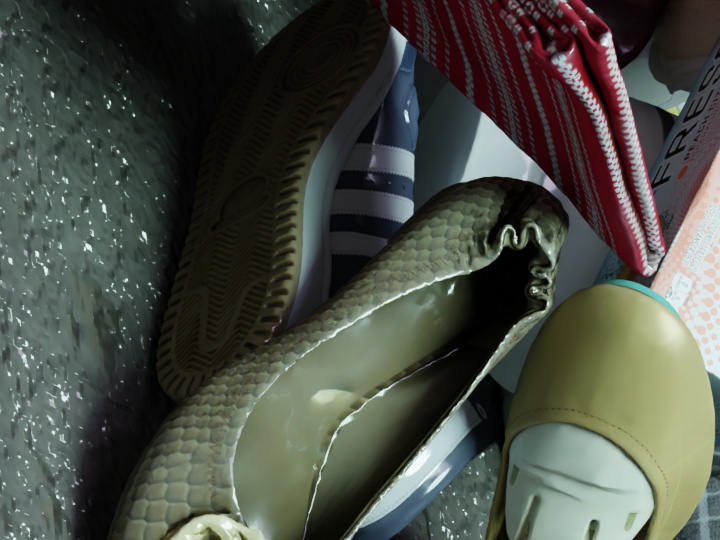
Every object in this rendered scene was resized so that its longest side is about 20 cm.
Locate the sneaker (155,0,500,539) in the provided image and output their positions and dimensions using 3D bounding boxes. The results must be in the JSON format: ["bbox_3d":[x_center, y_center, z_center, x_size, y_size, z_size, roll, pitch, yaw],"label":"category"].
[{"bbox_3d":[0.000,0.000,0.978,0.109,0.070,0.201,47,39,-29],"label":"sneaker"}]

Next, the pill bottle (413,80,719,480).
[{"bbox_3d":[0.111,0.006,1.064,0.199,0.116,0.116,22,42,-14],"label":"pill bottle"}]

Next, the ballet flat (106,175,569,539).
[{"bbox_3d":[0.000,0.041,0.873,0.200,0.046,0.068,-44,118,-30],"label":"ballet flat"}]

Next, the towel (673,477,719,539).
[{"bbox_3d":[0.205,0.148,1.162,0.086,0.165,0.201,40,36,-37],"label":"towel"}]

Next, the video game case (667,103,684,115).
[{"bbox_3d":[0.189,-0.056,1.248,0.183,0.199,0.023,67,16,-2],"label":"video game case"}]

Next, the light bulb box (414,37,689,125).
[{"bbox_3d":[0.058,-0.176,1.171,0.199,0.124,0.200,55,27,-23],"label":"light bulb box"}]

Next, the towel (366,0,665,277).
[{"bbox_3d":[0.016,-0.093,0.897,0.200,0.022,0.145,47,-8,27],"label":"towel"}]

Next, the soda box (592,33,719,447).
[{"bbox_3d":[0.146,-0.044,0.989,0.068,0.064,0.201,32,72,-11],"label":"soda box"}]

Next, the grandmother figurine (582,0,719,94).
[{"bbox_3d":[0.074,-0.116,1.024,0.199,0.060,0.122,28,73,-31],"label":"grandmother figurine"}]

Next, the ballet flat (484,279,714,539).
[{"bbox_3d":[0.071,0.087,0.961,0.201,0.068,0.063,96,19,-49],"label":"ballet flat"}]

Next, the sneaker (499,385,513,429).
[{"bbox_3d":[0.101,0.026,1.152,0.070,0.080,0.201,45,35,-43],"label":"sneaker"}]
